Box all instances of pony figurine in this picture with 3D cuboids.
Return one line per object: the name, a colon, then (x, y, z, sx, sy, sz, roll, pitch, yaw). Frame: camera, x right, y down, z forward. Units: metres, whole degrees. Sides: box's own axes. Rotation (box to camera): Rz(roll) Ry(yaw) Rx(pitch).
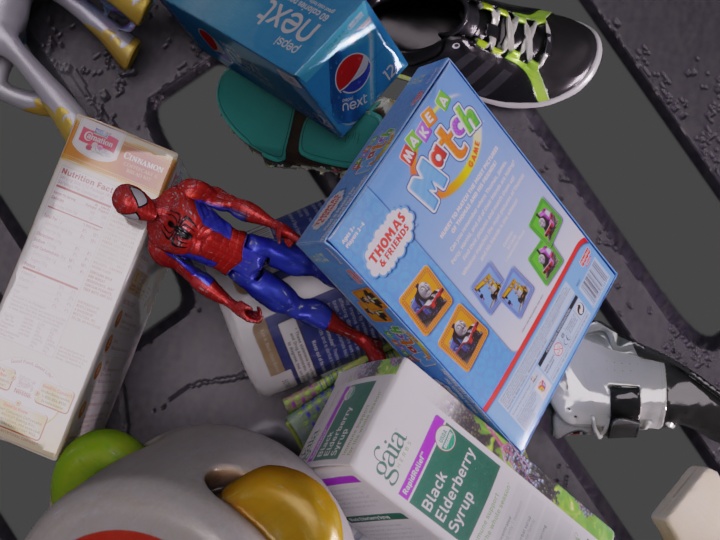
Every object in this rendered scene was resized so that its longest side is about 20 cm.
pony figurine: (-0.246, -0.208, 0.807, 0.198, 0.167, 0.195, 29, 98, -6)

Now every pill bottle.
pill bottle: (0.000, 0.000, 0.803, 0.197, 0.111, 0.112, -23, 85, -4)

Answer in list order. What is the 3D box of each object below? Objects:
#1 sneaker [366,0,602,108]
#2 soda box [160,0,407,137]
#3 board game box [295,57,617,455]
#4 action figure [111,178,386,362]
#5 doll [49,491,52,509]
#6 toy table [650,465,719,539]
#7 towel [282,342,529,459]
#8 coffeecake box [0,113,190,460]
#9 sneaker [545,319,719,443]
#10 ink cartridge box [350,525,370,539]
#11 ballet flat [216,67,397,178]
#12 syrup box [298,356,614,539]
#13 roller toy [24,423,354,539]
sneaker: (0.082, -0.164, 0.837, 0.196, 0.083, 0.073, 4, 84, -2)
soda box: (-0.060, -0.167, 0.785, 0.068, 0.064, 0.199, -47, 46, -6)
board game box: (0.069, -0.007, 0.726, 0.200, 0.036, 0.152, 48, 62, -26)
action figure: (-0.061, -0.004, 0.707, 0.198, 0.052, 0.066, 27, 105, -16)
doll: (-0.140, 0.217, 0.807, 0.199, 0.048, 0.137, 40, 84, 2)
toy table: (0.207, 0.234, 0.765, 0.118, 0.183, 0.200, 50, 59, -10)
towel: (0.047, 0.145, 0.801, 0.142, 0.023, 0.202, -27, 107, -2)
coffeecake box: (-0.183, 0.015, 0.774, 0.072, 0.154, 0.203, 21, 83, -1)
sneaker: (0.178, 0.090, 0.822, 0.198, 0.074, 0.089, 27, 84, 11)
ink cartridge box: (0.000, 0.271, 0.779, 0.200, 0.043, 0.199, 43, 85, -17)
ballet flat: (-0.025, -0.100, 0.811, 0.199, 0.063, 0.077, 28, 107, 43)
syrup box: (0.059, 0.148, 0.728, 0.199, 0.081, 0.079, 41, 59, -20)
roller toy: (-0.097, 0.191, 0.646, 0.197, 0.140, 0.186, 1, 99, 17)
